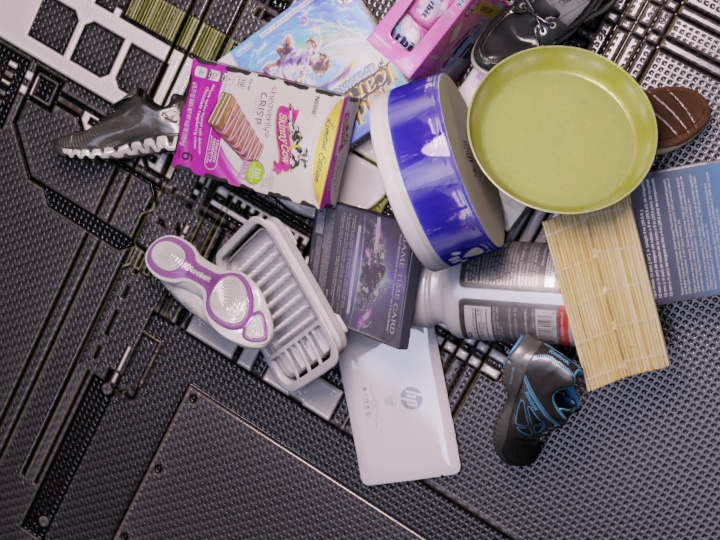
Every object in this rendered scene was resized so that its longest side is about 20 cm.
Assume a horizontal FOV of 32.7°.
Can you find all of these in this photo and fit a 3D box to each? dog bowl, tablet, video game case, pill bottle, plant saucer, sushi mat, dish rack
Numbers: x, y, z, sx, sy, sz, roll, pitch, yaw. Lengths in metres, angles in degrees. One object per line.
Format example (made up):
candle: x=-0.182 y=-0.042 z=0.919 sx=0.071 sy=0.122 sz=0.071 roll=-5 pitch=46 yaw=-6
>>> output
dog bowl: x=0.084 y=-0.105 z=1.308 sx=0.079 sy=0.200 sz=0.201 roll=-18 pitch=89 yaw=17
tablet: x=0.044 y=0.158 z=1.502 sx=0.130 sy=0.014 sz=0.201 roll=-10 pitch=92 yaw=18
video game case: x=0.000 y=0.000 z=1.440 sx=0.200 sy=0.019 sz=0.144 roll=18 pitch=102 yaw=52
pill bottle: x=0.158 y=0.023 z=1.399 sx=0.199 sy=0.116 sz=0.116 roll=4 pitch=96 yaw=17
plant saucer: x=0.210 y=-0.144 z=1.290 sx=0.199 sy=0.031 sz=0.201 roll=0 pitch=67 yaw=0
sushi mat: x=0.263 y=0.024 z=1.309 sx=0.095 sy=0.012 sz=0.201 roll=-16 pitch=103 yaw=5
dish rack: x=-0.091 y=0.037 z=1.485 sx=0.200 sy=0.043 sz=0.172 roll=60 pitch=147 yaw=5
video game case: x=-0.051 y=-0.228 z=1.482 sx=0.200 sy=0.045 sz=0.182 roll=-33 pitch=85 yaw=17

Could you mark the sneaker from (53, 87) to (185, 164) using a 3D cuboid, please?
sneaker: x=-0.296 y=-0.184 z=1.555 sx=0.199 sy=0.066 sz=0.091 roll=-4 pitch=91 yaw=14

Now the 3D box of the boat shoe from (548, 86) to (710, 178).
boat shoe: x=0.287 y=-0.144 z=1.355 sx=0.202 sy=0.075 sz=0.075 roll=-19 pitch=75 yaw=-13

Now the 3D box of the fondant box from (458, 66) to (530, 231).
fondant box: x=0.174 y=-0.167 z=1.408 sx=0.144 sy=0.058 sz=0.200 roll=37 pitch=103 yaw=11

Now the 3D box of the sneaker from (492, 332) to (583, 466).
sneaker: x=0.199 y=0.162 z=1.376 sx=0.082 sy=0.073 sz=0.200 roll=24 pitch=142 yaw=24

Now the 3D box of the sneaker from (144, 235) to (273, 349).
sneaker: x=-0.175 y=0.031 z=1.515 sx=0.200 sy=0.100 sz=0.075 roll=38 pitch=79 yaw=24

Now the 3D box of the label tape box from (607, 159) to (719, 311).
label tape box: x=0.337 y=-0.039 z=1.343 sx=0.199 sy=0.066 sz=0.144 roll=-10 pitch=92 yaw=6

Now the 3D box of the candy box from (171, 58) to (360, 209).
candy box: x=-0.113 y=-0.162 z=1.452 sx=0.199 sy=0.061 sz=0.137 roll=16 pitch=100 yaw=16

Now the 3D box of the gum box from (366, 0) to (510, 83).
gum box: x=0.090 y=-0.272 z=1.349 sx=0.066 sy=0.200 sz=0.114 roll=43 pitch=108 yaw=10

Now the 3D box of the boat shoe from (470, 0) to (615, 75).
boat shoe: x=0.205 y=-0.283 z=1.337 sx=0.199 sy=0.066 sz=0.075 roll=-29 pitch=73 yaw=-12
